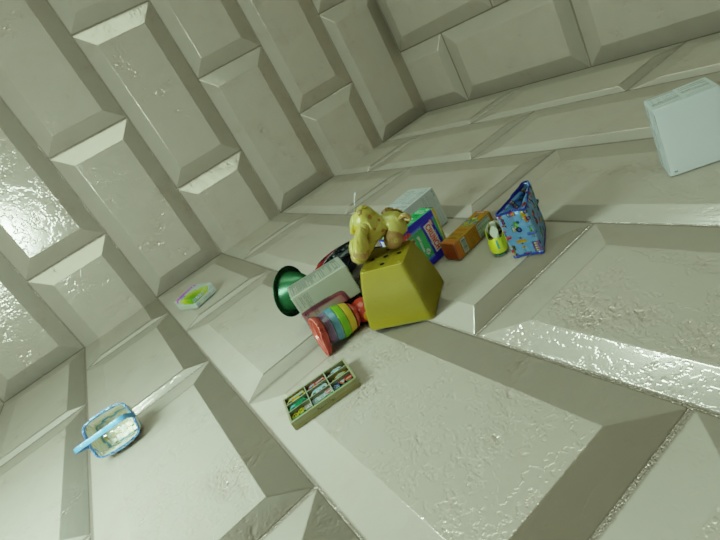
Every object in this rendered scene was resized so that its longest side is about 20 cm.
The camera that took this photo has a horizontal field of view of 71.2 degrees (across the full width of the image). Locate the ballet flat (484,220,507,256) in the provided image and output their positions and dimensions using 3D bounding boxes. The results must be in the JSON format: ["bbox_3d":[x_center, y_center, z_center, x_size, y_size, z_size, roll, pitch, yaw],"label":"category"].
[{"bbox_3d":[0.417,-0.115,1.554,0.067,0.067,0.200,-23,22,19],"label":"ballet flat"}]

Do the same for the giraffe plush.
[{"bbox_3d":[0.057,-0.117,1.432,0.162,0.200,0.173,2,19,-8],"label":"giraffe plush"}]

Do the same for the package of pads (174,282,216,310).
[{"bbox_3d":[-0.868,0.135,2.657,0.200,0.068,0.155,-7,32,44],"label":"package of pads"}]

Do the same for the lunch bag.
[{"bbox_3d":[0.483,-0.157,1.445,0.094,0.151,0.200,-11,29,41],"label":"lunch bag"}]

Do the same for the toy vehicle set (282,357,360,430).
[{"bbox_3d":[-0.104,0.320,1.318,0.200,0.027,0.124,-34,22,-9],"label":"toy vehicle set"}]

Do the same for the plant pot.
[{"bbox_3d":[0.107,0.030,1.462,0.200,0.177,0.200,-13,27,25],"label":"plant pot"}]

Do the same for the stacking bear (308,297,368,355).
[{"bbox_3d":[-0.046,0.148,1.526,0.200,0.122,0.114,-27,28,-18],"label":"stacking bear"}]

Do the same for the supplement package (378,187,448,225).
[{"bbox_3d":[0.191,-0.194,1.902,0.200,0.152,0.151,-40,23,-23],"label":"supplement package"}]

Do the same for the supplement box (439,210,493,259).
[{"bbox_3d":[0.351,-0.117,1.645,0.200,0.069,0.067,-39,25,-27],"label":"supplement box"}]

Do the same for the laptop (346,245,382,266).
[{"bbox_3d":[0.000,0.000,1.789,0.200,0.116,0.187,-9,-10,-8],"label":"laptop"}]

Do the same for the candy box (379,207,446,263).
[{"bbox_3d":[0.182,-0.085,1.648,0.200,0.169,0.077,-40,27,-23],"label":"candy box"}]

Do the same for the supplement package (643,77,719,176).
[{"bbox_3d":[0.888,-0.387,1.364,0.156,0.200,0.111,-19,24,26],"label":"supplement package"}]

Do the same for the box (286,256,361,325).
[{"bbox_3d":[-0.118,0.062,1.600,0.200,0.109,0.128,-32,19,-4],"label":"box"}]

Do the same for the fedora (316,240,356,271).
[{"bbox_3d":[-0.071,-0.034,1.956,0.200,0.092,0.201,-34,12,9],"label":"fedora"}]

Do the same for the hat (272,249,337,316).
[{"bbox_3d":[-0.174,0.053,1.667,0.176,0.200,0.166,-5,12,35],"label":"hat"}]

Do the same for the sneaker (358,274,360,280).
[{"bbox_3d":[0.065,-0.012,1.748,0.200,0.087,0.074,-13,27,42],"label":"sneaker"}]

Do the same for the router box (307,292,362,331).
[{"bbox_3d":[-0.091,0.123,1.675,0.200,0.052,0.157,-32,13,-6],"label":"router box"}]

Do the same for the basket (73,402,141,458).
[{"bbox_3d":[-0.796,0.509,1.609,0.176,0.139,0.200,-34,-9,-9],"label":"basket"}]
